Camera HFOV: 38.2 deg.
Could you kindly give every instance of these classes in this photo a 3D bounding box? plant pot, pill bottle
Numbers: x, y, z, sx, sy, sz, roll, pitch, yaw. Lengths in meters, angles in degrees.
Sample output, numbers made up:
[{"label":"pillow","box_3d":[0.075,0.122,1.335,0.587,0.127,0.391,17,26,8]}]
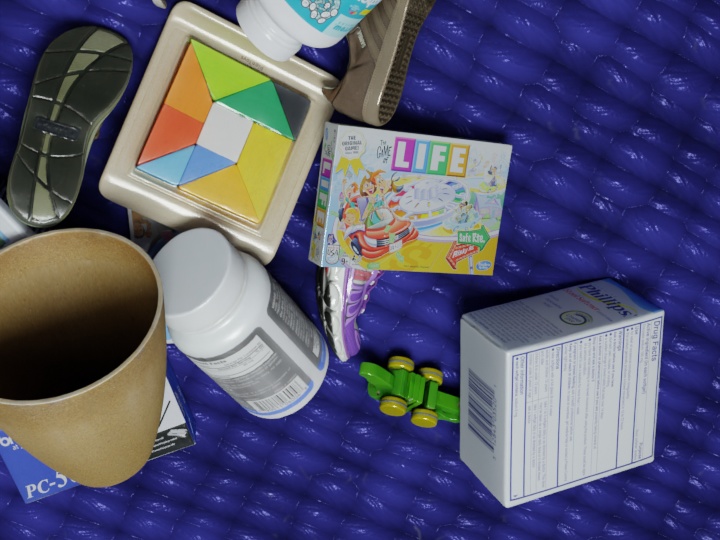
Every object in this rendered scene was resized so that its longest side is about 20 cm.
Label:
[{"label":"plant pot","box_3d":[-0.248,0.099,0.928,0.183,0.188,0.202,-9,138,-4]},{"label":"pill bottle","box_3d":[-0.023,-0.277,0.924,0.110,0.112,0.199,39,123,-20]},{"label":"pill bottle","box_3d":[-0.120,0.053,1.022,0.113,0.115,0.201,-30,139,5]}]

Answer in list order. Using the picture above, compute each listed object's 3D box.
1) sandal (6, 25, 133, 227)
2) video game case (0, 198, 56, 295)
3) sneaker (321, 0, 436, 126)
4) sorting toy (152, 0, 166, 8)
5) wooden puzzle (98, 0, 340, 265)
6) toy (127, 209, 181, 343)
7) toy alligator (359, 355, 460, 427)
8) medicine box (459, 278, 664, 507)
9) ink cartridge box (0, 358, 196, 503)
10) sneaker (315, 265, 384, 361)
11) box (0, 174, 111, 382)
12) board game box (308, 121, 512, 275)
[{"label":"sandal","box_3d":[-0.275,-0.136,0.961,0.079,0.057,0.204,23,75,-14]},{"label":"video game case","box_3d":[-0.405,-0.024,0.927,0.181,0.022,0.201,-38,111,8]},{"label":"sneaker","box_3d":[0.020,-0.243,0.981,0.075,0.070,0.203,21,93,21]},{"label":"sorting toy","box_3d":[-0.126,-0.313,0.872,0.199,0.181,0.107,-35,113,7]},{"label":"wooden puzzle","box_3d":[-0.131,-0.128,1.001,0.183,0.037,0.203,24,90,-17]},{"label":"toy","box_3d":[-0.177,-0.009,1.062,0.113,0.047,0.204,-3,112,-5]},{"label":"toy alligator","box_3d":[0.074,0.147,1.162,0.198,0.060,0.054,23,152,-23]},{"label":"medicine box","box_3d":[0.215,0.127,1.116,0.197,0.103,0.185,-12,115,-21]},{"label":"ink cartridge box","box_3d":[-0.286,0.172,1.123,0.197,0.044,0.095,-20,112,1]},{"label":"sneaker","box_3d":[0.000,0.000,1.075,0.082,0.081,0.204,0,112,-14]},{"label":"box","box_3d":[-0.348,0.014,1.018,0.199,0.105,0.148,36,104,-20]},{"label":"board game box","box_3d":[0.051,-0.069,1.033,0.197,0.034,0.137,2,101,-26]}]
